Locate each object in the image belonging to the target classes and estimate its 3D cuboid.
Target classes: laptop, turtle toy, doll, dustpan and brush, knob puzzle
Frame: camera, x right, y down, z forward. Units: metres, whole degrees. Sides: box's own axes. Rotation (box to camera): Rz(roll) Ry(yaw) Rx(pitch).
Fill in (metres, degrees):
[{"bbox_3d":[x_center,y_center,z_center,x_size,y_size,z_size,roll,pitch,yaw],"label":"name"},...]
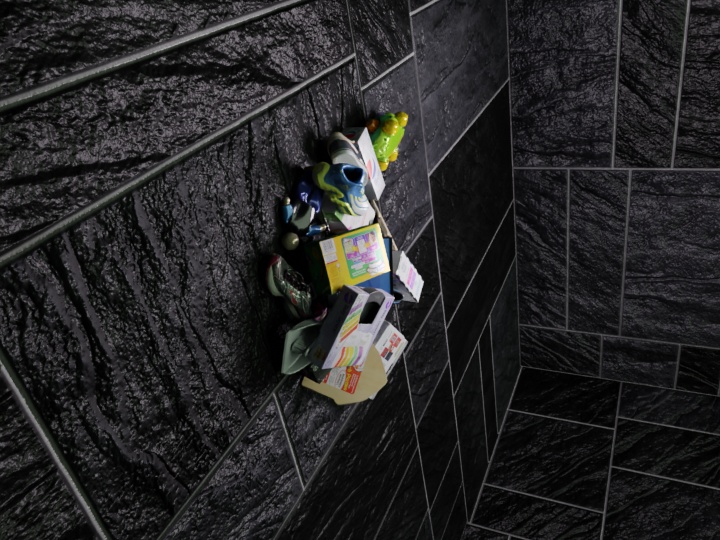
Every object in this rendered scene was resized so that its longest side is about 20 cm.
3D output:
[{"bbox_3d":[0.000,0.000,1.432,0.200,0.103,0.178,8,80,-69],"label":"laptop"},{"bbox_3d":[0.063,-0.375,1.639,0.200,0.101,0.146,-52,163,-52],"label":"turtle toy"},{"bbox_3d":[-0.126,-0.134,1.351,0.136,0.048,0.201,41,59,-38],"label":"doll"},{"bbox_3d":[-0.092,0.151,1.364,0.200,0.057,0.140,-39,149,-46],"label":"dustpan and brush"},{"bbox_3d":[-0.029,0.249,1.504,0.030,0.219,0.220,121,-8,-61],"label":"knob puzzle"}]

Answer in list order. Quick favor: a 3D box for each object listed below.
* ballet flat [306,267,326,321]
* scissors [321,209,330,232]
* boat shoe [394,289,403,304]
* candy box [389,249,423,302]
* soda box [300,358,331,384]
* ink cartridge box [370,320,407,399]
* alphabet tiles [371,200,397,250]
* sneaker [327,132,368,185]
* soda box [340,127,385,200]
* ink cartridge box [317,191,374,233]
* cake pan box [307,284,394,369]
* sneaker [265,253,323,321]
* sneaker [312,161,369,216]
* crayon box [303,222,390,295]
[{"bbox_3d":[-0.101,0.025,1.415,0.071,0.069,0.201,15,85,-77],"label":"ballet flat"},{"bbox_3d":[-0.064,-0.057,1.456,0.014,0.073,0.200,-24,138,-16],"label":"scissors"},{"bbox_3d":[0.030,0.052,1.541,0.199,0.069,0.085,1,84,-43],"label":"boat shoe"},{"bbox_3d":[0.063,0.011,1.638,0.200,0.167,0.072,47,54,-56],"label":"candy box"},{"bbox_3d":[-0.071,0.176,1.459,0.200,0.063,0.071,-47,137,-28],"label":"soda box"},{"bbox_3d":[0.026,0.237,1.631,0.200,0.084,0.176,-57,149,-8],"label":"ink cartridge box"},{"bbox_3d":[0.072,-0.109,1.678,0.196,0.015,0.200,63,5,-10],"label":"alphabet tiles"},{"bbox_3d":[-0.031,-0.273,1.488,0.200,0.078,0.080,62,11,-68],"label":"sneaker"},{"bbox_3d":[0.003,-0.279,1.574,0.064,0.068,0.200,-65,148,-35],"label":"soda box"},{"bbox_3d":[-0.037,-0.148,1.516,0.200,0.067,0.118,46,53,-56],"label":"ink cartridge box"},{"bbox_3d":[-0.016,0.126,1.367,0.184,0.052,0.201,11,108,-62],"label":"cake pan box"},{"bbox_3d":[-0.146,0.034,1.312,0.200,0.074,0.081,61,32,-45],"label":"sneaker"},{"bbox_3d":[-0.018,-0.184,1.369,0.200,0.105,0.076,30,65,-48],"label":"sneaker"},{"bbox_3d":[-0.027,-0.028,1.360,0.200,0.058,0.119,-21,100,-43],"label":"crayon box"}]
